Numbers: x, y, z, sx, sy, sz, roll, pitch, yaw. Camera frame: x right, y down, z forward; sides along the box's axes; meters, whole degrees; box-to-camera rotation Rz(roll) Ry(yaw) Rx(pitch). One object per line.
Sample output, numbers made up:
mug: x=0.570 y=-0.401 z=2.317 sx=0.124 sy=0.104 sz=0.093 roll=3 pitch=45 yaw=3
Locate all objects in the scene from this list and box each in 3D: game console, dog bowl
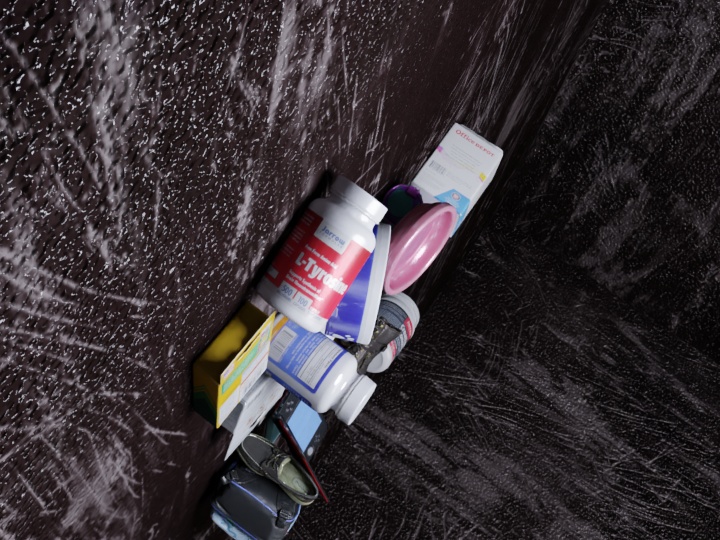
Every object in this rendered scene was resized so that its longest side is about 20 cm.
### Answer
game console: x=-0.099 y=0.353 z=1.834 sx=0.174 sy=0.117 sz=0.202 roll=-57 pitch=145 yaw=-32
dog bowl: x=-0.005 y=0.016 z=1.452 sx=0.200 sy=0.077 sz=0.204 roll=-169 pitch=-90 yaw=-89

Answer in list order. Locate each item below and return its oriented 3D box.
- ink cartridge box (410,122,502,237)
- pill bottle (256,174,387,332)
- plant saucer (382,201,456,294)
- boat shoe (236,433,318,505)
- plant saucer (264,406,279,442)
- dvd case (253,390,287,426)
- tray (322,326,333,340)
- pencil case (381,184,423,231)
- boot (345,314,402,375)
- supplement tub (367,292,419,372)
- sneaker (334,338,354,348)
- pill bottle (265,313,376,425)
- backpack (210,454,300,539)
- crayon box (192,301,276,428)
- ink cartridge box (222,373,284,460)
ink cartridge box: x=0.208 y=-0.203 z=1.877 sx=0.201 sy=0.128 sz=0.126 roll=-52 pitch=170 yaw=-19
pill bottle: x=-0.050 y=-0.025 z=1.216 sx=0.202 sy=0.111 sz=0.112 roll=-57 pitch=170 yaw=1
plant saucer: x=0.097 y=-0.048 z=1.600 sx=0.200 sy=0.051 sz=0.201 roll=-44 pitch=161 yaw=-19
boat shoe: x=-0.162 y=0.395 z=1.758 sx=0.072 sy=0.200 sz=0.066 roll=-51 pitch=-177 yaw=-33
plant saucer: x=-0.197 y=0.361 z=2.043 sx=0.070 sy=0.019 sz=0.201 roll=-51 pitch=170 yaw=-29
dvd case: x=-0.151 y=0.219 z=1.800 sx=0.200 sy=0.017 sz=0.144 roll=-50 pitch=168 yaw=-37
tray: x=-0.084 y=0.137 z=1.770 sx=0.202 sy=0.022 sz=0.108 roll=-59 pitch=158 yaw=-16
pencil case: x=0.093 y=-0.112 z=1.736 sx=0.092 sy=0.085 sz=0.200 roll=-43 pitch=171 yaw=1
boot: x=-0.007 y=0.166 z=1.910 sx=0.175 sy=0.069 sz=0.199 roll=-50 pitch=149 yaw=12
supplement tub: x=0.059 y=0.159 z=2.290 sx=0.200 sy=0.139 sz=0.141 roll=-46 pitch=167 yaw=-45
sneaker: x=-0.018 y=0.134 z=1.970 sx=0.075 sy=0.089 sz=0.200 roll=-52 pitch=170 yaw=-17
pill bottle: x=-0.075 y=0.165 z=1.451 sx=0.113 sy=0.199 sz=0.112 roll=-53 pitch=171 yaw=-13
backpack: x=-0.218 y=0.477 z=1.840 sx=0.148 sy=0.182 sz=0.200 roll=-55 pitch=-179 yaw=19
crayon box: x=-0.183 y=0.131 z=1.247 sx=0.126 sy=0.051 sz=0.201 roll=-51 pitch=170 yaw=-30
ink cartridge box: x=-0.185 y=0.219 z=1.557 sx=0.200 sy=0.043 sz=0.175 roll=-47 pitch=167 yaw=-47
